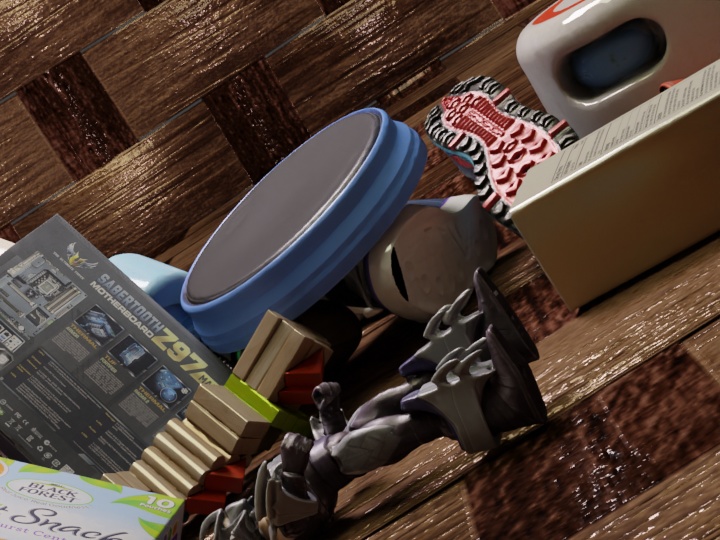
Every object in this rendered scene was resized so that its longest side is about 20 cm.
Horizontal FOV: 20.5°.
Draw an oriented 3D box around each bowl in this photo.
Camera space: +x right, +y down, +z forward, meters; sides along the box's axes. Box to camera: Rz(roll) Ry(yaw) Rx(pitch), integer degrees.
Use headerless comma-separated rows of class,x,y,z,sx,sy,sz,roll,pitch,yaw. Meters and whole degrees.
bowl,-0.042,-0.031,1.332,0.200,0.039,0.201,-39,18,15

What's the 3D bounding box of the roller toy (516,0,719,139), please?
roller toy,0.210,-0.162,1.392,0.200,0.140,0.182,-34,8,-11

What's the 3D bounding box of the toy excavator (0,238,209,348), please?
toy excavator,-0.185,0.029,1.469,0.100,0.201,0.194,17,44,43

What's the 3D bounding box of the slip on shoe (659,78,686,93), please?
slip on shoe,0.220,-0.099,1.269,0.200,0.061,0.074,-32,6,-6

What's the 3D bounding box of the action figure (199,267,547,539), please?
action figure,-0.002,0.086,1.002,0.200,0.069,0.130,-34,12,15

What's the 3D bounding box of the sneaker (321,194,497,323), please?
sneaker,0.000,0.000,1.363,0.146,0.081,0.200,-12,7,23

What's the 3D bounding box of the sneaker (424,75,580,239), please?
sneaker,0.122,-0.064,1.372,0.079,0.096,0.200,-42,34,7

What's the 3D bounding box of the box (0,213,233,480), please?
box,-0.185,0.075,1.301,0.158,0.200,0.051,-41,-13,-39

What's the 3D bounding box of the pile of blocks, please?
pile of blocks,-0.079,0.115,1.217,0.200,0.082,0.062,-45,54,-15

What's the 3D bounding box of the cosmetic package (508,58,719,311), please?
cosmetic package,0.190,-0.065,1.132,0.200,0.071,0.105,-30,9,20

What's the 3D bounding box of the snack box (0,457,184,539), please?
snack box,-0.189,0.164,1.039,0.142,0.053,0.200,13,19,9

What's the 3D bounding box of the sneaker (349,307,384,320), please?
sneaker,-0.008,-0.006,1.505,0.200,0.085,0.077,-30,9,19

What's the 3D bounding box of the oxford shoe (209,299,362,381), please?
oxford shoe,-0.052,0.060,1.402,0.084,0.073,0.200,-17,2,-24
